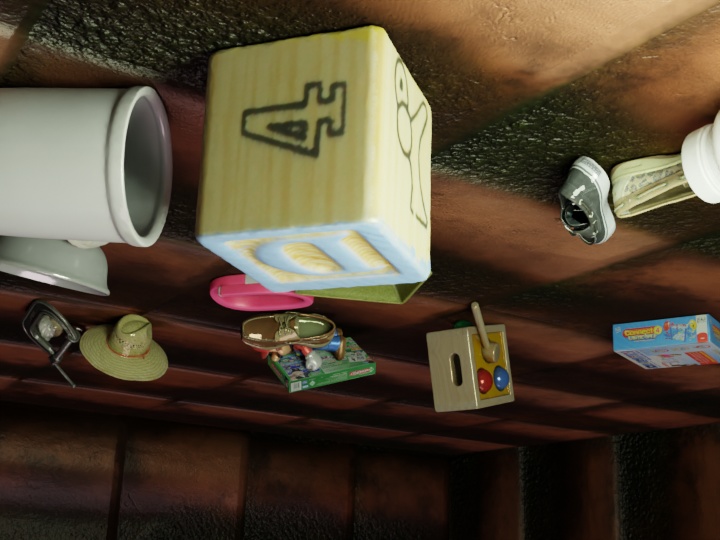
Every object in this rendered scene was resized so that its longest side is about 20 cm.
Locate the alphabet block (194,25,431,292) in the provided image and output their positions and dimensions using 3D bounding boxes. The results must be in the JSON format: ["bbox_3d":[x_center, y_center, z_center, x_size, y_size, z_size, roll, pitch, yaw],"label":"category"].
[{"bbox_3d":[-0.040,-0.104,0.991,0.193,0.204,0.195,-4,161,18],"label":"alphabet block"}]

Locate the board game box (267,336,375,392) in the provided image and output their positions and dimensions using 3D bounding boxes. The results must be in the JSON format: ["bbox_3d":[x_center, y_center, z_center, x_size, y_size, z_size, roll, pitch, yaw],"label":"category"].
[{"bbox_3d":[-0.083,0.198,2.052,0.197,0.030,0.134,-10,-156,-23],"label":"board game box"}]

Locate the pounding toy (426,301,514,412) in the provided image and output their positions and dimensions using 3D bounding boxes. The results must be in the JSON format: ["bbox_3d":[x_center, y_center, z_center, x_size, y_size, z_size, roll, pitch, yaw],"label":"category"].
[{"bbox_3d":[0.228,0.170,1.919,0.140,0.204,0.183,-10,173,36],"label":"pounding toy"}]

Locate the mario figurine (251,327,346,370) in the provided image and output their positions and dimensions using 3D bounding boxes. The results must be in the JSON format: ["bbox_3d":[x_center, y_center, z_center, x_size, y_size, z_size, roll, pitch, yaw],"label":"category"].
[{"bbox_3d":[-0.136,0.164,2.033,0.196,0.108,0.123,5,165,-15],"label":"mario figurine"}]

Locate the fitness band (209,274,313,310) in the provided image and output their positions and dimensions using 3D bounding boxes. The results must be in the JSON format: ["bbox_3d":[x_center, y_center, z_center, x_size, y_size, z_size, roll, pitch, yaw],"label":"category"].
[{"bbox_3d":[-0.182,0.044,1.766,0.197,0.038,0.144,-3,162,21],"label":"fitness band"}]

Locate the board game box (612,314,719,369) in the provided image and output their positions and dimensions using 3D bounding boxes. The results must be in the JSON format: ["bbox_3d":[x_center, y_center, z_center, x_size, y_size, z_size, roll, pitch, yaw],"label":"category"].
[{"bbox_3d":[0.641,0.148,1.959,0.193,0.057,0.199,-10,159,33],"label":"board game box"}]

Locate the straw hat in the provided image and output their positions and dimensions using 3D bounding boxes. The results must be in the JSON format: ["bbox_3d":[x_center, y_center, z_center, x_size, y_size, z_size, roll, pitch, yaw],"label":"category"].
[{"bbox_3d":[-0.482,0.140,2.022,0.198,0.202,0.086,13,117,-31],"label":"straw hat"}]

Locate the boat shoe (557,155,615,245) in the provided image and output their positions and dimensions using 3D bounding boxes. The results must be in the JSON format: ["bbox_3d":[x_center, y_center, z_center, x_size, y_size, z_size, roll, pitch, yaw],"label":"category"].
[{"bbox_3d":[0.283,-0.078,1.237,0.068,0.057,0.200,40,173,27],"label":"boat shoe"}]

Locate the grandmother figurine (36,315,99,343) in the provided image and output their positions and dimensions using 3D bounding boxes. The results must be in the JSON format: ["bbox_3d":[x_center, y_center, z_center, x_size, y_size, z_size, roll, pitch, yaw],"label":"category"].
[{"bbox_3d":[-0.604,0.137,2.091,0.197,0.062,0.121,15,169,-28],"label":"grandmother figurine"}]

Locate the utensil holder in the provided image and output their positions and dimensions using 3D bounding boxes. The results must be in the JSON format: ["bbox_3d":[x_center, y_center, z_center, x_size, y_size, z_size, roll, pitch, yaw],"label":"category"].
[{"bbox_3d":[-0.324,-0.115,1.050,0.196,0.173,0.170,2,163,5],"label":"utensil holder"}]

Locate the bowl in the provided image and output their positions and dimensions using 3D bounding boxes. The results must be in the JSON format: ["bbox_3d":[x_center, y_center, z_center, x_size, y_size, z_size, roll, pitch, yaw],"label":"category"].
[{"bbox_3d":[-0.462,-0.030,1.438,0.198,0.092,0.201,14,171,2],"label":"bowl"}]

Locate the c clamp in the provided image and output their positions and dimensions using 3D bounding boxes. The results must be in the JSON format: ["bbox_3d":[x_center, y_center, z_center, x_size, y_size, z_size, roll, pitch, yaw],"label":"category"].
[{"bbox_3d":[-0.631,0.142,1.997,0.171,0.027,0.200,43,141,0],"label":"c clamp"}]

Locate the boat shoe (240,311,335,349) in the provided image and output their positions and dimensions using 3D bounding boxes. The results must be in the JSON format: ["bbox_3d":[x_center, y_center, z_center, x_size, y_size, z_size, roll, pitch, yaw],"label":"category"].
[{"bbox_3d":[-0.142,0.114,1.942,0.197,0.077,0.074,0,160,-21],"label":"boat shoe"}]

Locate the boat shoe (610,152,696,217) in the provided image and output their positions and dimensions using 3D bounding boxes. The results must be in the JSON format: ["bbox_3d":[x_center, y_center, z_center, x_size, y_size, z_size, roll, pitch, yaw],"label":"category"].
[{"bbox_3d":[0.400,-0.107,1.154,0.197,0.064,0.073,-10,158,34],"label":"boat shoe"}]

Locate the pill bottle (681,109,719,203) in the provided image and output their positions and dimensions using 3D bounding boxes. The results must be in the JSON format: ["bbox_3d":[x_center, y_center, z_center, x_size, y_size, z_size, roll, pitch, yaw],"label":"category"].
[{"bbox_3d":[0.432,-0.136,0.976,0.111,0.114,0.199,12,161,-30],"label":"pill bottle"}]

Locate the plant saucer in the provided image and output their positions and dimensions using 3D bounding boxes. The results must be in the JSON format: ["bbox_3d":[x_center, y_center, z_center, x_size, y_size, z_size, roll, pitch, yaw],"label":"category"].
[{"bbox_3d":[0.000,0.000,1.581,0.196,0.049,0.200,5,163,-10],"label":"plant saucer"}]

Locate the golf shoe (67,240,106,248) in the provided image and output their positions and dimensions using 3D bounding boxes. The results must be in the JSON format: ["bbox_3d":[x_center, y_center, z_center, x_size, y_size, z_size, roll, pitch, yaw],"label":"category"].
[{"bbox_3d":[-0.376,-0.082,1.329,0.090,0.077,0.200,-5,163,11],"label":"golf shoe"}]
